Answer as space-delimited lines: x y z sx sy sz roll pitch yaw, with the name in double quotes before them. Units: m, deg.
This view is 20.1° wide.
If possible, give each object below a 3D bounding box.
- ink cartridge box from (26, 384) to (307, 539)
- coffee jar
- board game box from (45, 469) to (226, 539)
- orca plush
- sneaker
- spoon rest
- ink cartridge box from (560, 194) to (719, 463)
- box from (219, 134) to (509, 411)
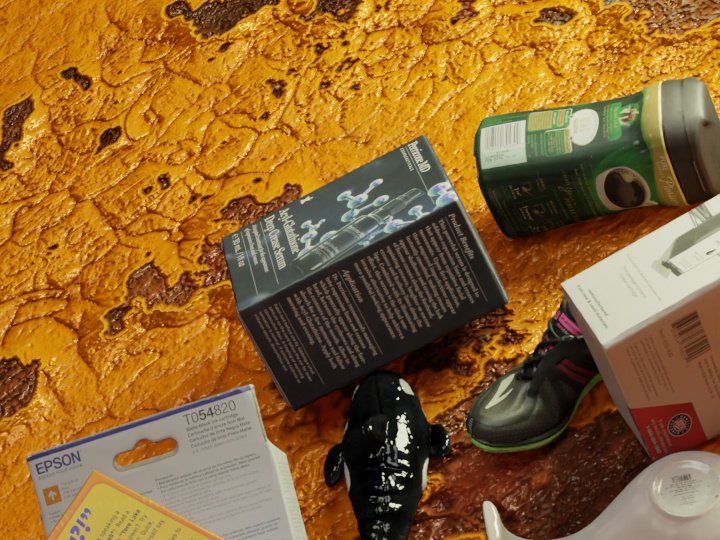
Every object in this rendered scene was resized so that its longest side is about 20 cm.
"ink cartridge box" -0.139 0.210 1.544 0.199 0.041 0.201 -17 79 13
"coffee jar" 0.200 -0.093 1.671 0.199 0.104 0.086 -10 49 20
"board game box" -0.138 0.298 1.373 0.199 0.200 0.200 25 63 17
"orca plush" 0.003 0.148 1.574 0.105 0.071 0.201 0 50 28
"sneaker" 0.156 0.062 1.563 0.200 0.084 0.077 -39 43 -10
"spoon rest" 0.190 0.181 1.464 0.199 0.061 0.100 -9 46 3
"ink cartridge box" 0.267 0.030 1.486 0.199 0.147 0.083 -29 40 0
"box" 0.000 0.000 1.665 0.199 0.107 0.149 -27 26 2
